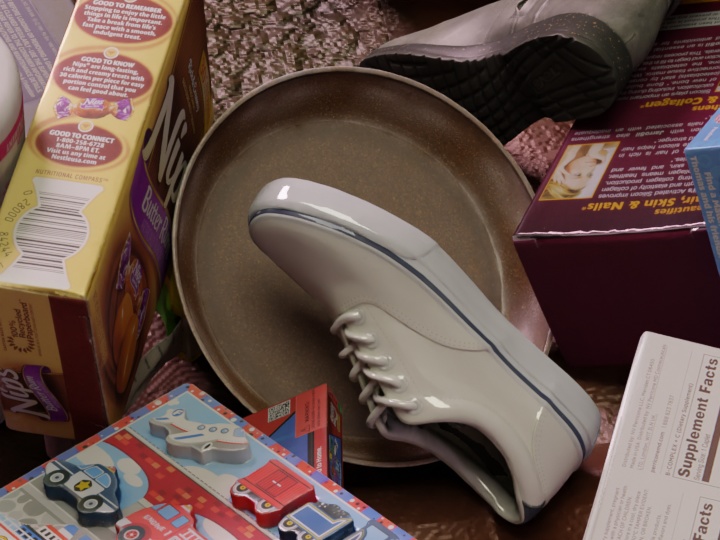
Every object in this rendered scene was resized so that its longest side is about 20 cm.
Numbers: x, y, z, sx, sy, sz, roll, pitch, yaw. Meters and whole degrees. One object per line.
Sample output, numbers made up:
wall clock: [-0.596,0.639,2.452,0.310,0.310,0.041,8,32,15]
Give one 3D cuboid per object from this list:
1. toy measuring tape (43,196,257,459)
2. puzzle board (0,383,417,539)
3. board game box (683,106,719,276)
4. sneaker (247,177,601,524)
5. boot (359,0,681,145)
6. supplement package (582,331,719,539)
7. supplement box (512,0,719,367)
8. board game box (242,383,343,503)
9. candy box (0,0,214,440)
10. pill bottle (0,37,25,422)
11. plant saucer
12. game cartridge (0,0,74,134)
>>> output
toy measuring tape: [-0.103,0.013,1.307,0.073,0.074,0.200,31,53,23]
puzzle board: [-0.076,0.119,1.120,0.151,0.017,0.200,-29,37,-27]
board game box: [0.221,-0.035,1.279,0.037,0.152,0.200,-5,26,31]
sneaker: [0.024,0.038,1.237,0.200,0.073,0.071,38,59,-8]
boot: [0.100,-0.128,1.389,0.200,0.068,0.131,-5,36,52]
supplement package: [0.139,0.156,1.096,0.111,0.200,0.156,13,48,9]
supplement box: [0.168,-0.049,1.336,0.110,0.086,0.200,-3,39,32]
board game box: [-0.056,0.131,1.157,0.103,0.019,0.200,-24,30,14]
candy box: [-0.117,-0.036,1.234,0.056,0.117,0.200,8,55,7]
pill bottle: [-0.206,-0.016,1.237,0.113,0.200,0.114,1,48,-1]
plant saucer: [0.000,0.000,1.298,0.200,0.032,0.201,7,71,-20]
game cartridge: [-0.208,-0.112,1.441,0.129,0.038,0.200,-16,50,-22]
